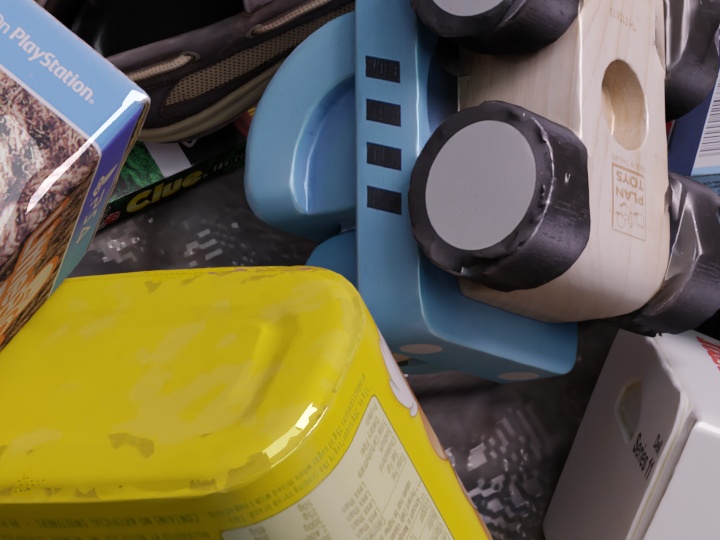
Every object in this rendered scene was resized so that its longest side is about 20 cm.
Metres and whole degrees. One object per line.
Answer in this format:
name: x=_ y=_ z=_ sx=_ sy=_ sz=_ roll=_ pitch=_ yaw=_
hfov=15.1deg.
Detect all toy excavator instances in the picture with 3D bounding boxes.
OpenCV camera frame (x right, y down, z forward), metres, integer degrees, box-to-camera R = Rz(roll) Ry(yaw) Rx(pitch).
toy excavator: x=0.000 y=0.000 z=0.789 sx=0.100 sy=0.200 sz=0.195 roll=16 pitch=70 yaw=-50

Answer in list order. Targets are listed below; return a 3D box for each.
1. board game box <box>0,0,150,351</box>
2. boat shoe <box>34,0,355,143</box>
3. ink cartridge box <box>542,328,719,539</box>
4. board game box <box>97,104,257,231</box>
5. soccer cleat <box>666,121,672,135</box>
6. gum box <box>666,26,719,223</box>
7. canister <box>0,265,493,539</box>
board game box: x=-0.175 y=-0.003 z=0.608 sx=0.159 sy=0.097 sz=0.200 roll=38 pitch=64 yaw=2
boat shoe: x=-0.020 y=-0.103 z=0.809 sx=0.073 sy=0.200 sz=0.075 roll=2 pitch=53 yaw=-60
ink cartridge box: x=0.162 y=0.097 z=0.812 sx=0.200 sy=0.147 sz=0.083 roll=23 pitch=99 yaw=-4
board game box: x=-0.104 y=-0.113 z=0.906 sx=0.105 sy=0.023 sz=0.200 roll=-27 pitch=77 yaw=-21
soccer cleat: x=0.168 y=-0.114 z=0.945 sx=0.067 sy=0.076 sz=0.200 roll=46 pitch=60 yaw=7
gum box: x=0.181 y=-0.047 z=0.880 sx=0.200 sy=0.044 sz=0.170 roll=44 pitch=54 yaw=-40
canister: x=-0.025 y=0.096 z=0.712 sx=0.148 sy=0.200 sz=0.087 roll=-3 pitch=43 yaw=30
